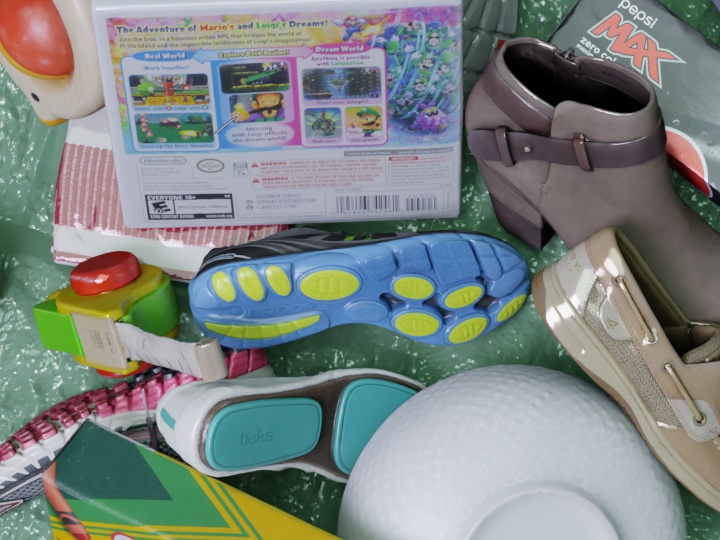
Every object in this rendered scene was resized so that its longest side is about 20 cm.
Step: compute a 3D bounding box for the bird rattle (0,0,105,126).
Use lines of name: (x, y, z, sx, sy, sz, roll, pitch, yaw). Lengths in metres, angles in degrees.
bird rattle: (-0.183, -0.167, 1.373, 0.112, 0.200, 0.164, -36, 95, -38)

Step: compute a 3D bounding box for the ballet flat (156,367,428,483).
ballet flat: (-0.032, 0.082, 1.355, 0.069, 0.199, 0.070, -5, 84, 46)

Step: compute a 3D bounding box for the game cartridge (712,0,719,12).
game cartridge: (0.285, -0.111, 1.315, 0.129, 0.039, 0.201, -10, 46, -11)

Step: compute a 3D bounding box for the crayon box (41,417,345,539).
crayon box: (-0.076, 0.173, 1.319, 0.199, 0.127, 0.051, 22, 51, 21)

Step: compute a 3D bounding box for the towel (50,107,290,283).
towel: (-0.103, -0.094, 1.437, 0.143, 0.023, 0.202, 8, 89, 6)

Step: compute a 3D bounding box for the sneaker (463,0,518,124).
sneaker: (0.046, -0.164, 1.409, 0.082, 0.077, 0.201, 31, 98, 40)

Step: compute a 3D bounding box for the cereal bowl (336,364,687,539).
cereal bowl: (0.090, 0.156, 1.329, 0.198, 0.083, 0.202, -1, 98, -11)

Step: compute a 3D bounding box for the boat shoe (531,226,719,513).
boat shoe: (0.181, 0.061, 1.332, 0.064, 0.071, 0.200, -38, 108, 23)

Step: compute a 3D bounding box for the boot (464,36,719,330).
boot: (0.148, -0.049, 1.334, 0.199, 0.147, 0.070, 20, 56, 12)

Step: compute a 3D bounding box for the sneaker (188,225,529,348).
sneaker: (0.000, 0.000, 1.387, 0.198, 0.083, 0.071, -3, 117, -6)

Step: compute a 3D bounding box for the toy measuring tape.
toy measuring tape: (-0.117, 0.028, 1.369, 0.199, 0.073, 0.074, 8, 86, 52)

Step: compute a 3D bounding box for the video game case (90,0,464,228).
video game case: (-0.042, -0.092, 1.344, 0.198, 0.183, 0.024, -2, 50, 0)

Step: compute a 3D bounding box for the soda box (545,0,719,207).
soda box: (0.199, -0.086, 1.374, 0.200, 0.063, 0.071, 38, 91, 9)

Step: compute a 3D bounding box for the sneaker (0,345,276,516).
sneaker: (-0.138, 0.106, 1.398, 0.199, 0.081, 0.075, -22, 99, 8)
